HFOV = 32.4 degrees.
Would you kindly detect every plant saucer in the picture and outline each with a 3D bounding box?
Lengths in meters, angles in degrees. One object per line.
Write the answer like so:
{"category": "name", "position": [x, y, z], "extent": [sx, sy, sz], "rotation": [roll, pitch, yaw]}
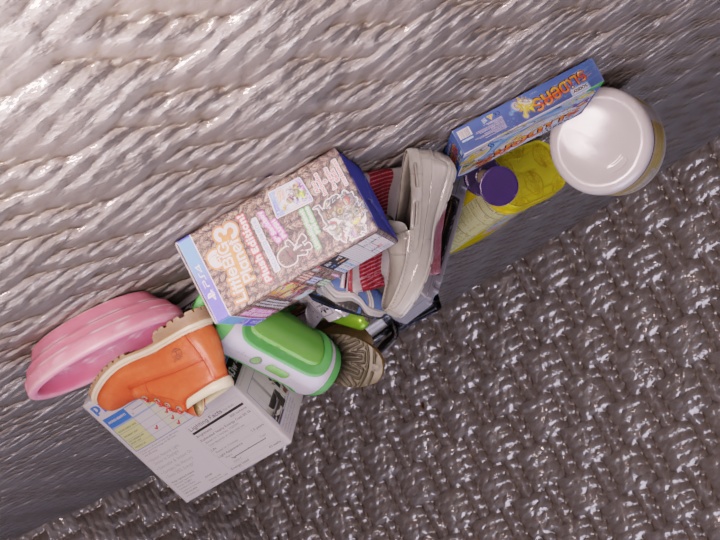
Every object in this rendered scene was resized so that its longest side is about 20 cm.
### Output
{"category": "plant saucer", "position": [-0.301, 0.082, 1.431], "extent": [0.199, 0.051, 0.201], "rotation": [-29, 172, -4]}

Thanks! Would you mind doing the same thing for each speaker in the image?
{"category": "speaker", "position": [-0.115, 0.085, 1.529], "extent": [0.088, 0.089, 0.199], "rotation": [-32, 136, 28]}

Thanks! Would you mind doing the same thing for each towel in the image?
{"category": "towel", "position": [0.047, -0.055, 1.514], "extent": [0.023, 0.147, 0.199], "rotation": [14, -164, 34]}

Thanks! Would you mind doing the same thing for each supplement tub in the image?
{"category": "supplement tub", "position": [0.355, -0.180, 1.755], "extent": [0.144, 0.147, 0.200], "rotation": [-31, 172, 20]}

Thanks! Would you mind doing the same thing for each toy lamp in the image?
{"category": "toy lamp", "position": [0.172, -0.123, 1.674], "extent": [0.058, 0.059, 0.200], "rotation": [-29, -173, 3]}

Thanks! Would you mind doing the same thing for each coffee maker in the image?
{"category": "coffee maker", "position": [0.042, 0.060, 2.350], "extent": [0.198, 0.136, 0.192], "rotation": [-29, -164, 9]}

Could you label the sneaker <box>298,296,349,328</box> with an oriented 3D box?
{"category": "sneaker", "position": [-0.071, 0.017, 1.566], "extent": [0.074, 0.117, 0.199], "rotation": [-20, 180, 37]}

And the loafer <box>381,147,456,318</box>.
{"category": "loafer", "position": [0.054, -0.046, 1.465], "extent": [0.069, 0.203, 0.070], "rotation": [14, -179, -21]}

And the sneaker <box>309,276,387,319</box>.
{"category": "sneaker", "position": [-0.032, 0.004, 1.504], "extent": [0.199, 0.078, 0.075], "rotation": [28, 168, -40]}

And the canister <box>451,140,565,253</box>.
{"category": "canister", "position": [0.198, -0.107, 1.892], "extent": [0.147, 0.087, 0.200], "rotation": [-24, 172, -37]}

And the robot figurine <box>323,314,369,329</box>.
{"category": "robot figurine", "position": [0.000, 0.000, 1.741], "extent": [0.200, 0.115, 0.177], "rotation": [-39, -161, 51]}

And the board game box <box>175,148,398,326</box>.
{"category": "board game box", "position": [-0.074, -0.030, 1.343], "extent": [0.198, 0.098, 0.159], "rotation": [-30, 172, 6]}

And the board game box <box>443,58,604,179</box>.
{"category": "board game box", "position": [0.200, -0.187, 1.558], "extent": [0.198, 0.035, 0.135], "rotation": [-28, 172, -6]}

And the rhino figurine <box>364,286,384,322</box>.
{"category": "rhino figurine", "position": [0.036, -0.027, 1.591], "extent": [0.087, 0.059, 0.203], "rotation": [-9, 117, -57]}

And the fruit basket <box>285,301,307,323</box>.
{"category": "fruit basket", "position": [-0.157, 0.087, 1.732], "extent": [0.183, 0.095, 0.200], "rotation": [-29, 153, 3]}

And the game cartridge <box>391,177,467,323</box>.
{"category": "game cartridge", "position": [0.094, -0.030, 1.774], "extent": [0.133, 0.041, 0.202], "rotation": [-37, -147, 60]}

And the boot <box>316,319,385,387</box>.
{"category": "boot", "position": [-0.021, 0.106, 1.727], "extent": [0.173, 0.067, 0.200], "rotation": [13, -173, 18]}

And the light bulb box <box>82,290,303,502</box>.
{"category": "light bulb box", "position": [-0.211, 0.160, 1.600], "extent": [0.197, 0.200, 0.125], "rotation": [-32, -156, 26]}

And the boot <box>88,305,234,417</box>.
{"category": "boot", "position": [-0.232, 0.134, 1.436], "extent": [0.199, 0.108, 0.075], "rotation": [-31, 173, 29]}
